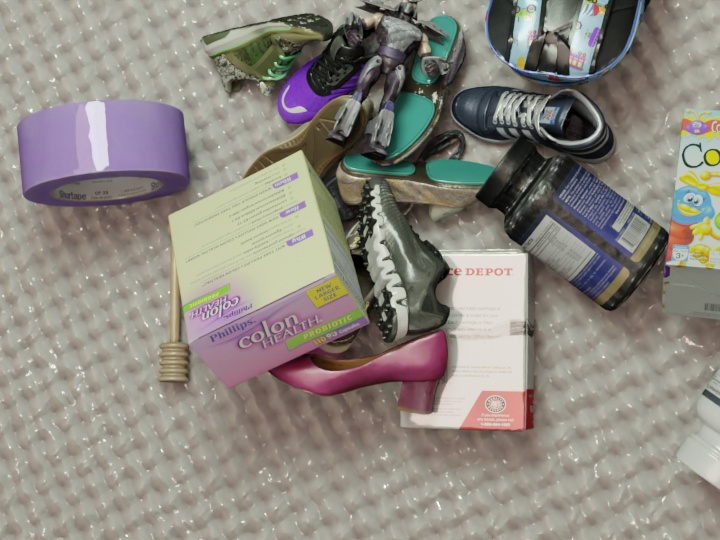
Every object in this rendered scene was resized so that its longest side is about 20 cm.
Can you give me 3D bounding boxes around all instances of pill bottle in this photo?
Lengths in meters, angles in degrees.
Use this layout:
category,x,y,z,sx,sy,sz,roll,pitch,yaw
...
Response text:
category,x,y,z,sx,sy,sz,roll,pitch,yaw
pill bottle,0.231,-0.056,1.464,0.200,0.112,0.112,38,94,3
pill bottle,0.430,0.142,1.408,0.119,0.120,0.201,35,94,15

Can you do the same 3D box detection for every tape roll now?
category,x,y,z,sx,sy,sz,roll,pitch,yaw
tape roll,-0.306,-0.137,1.582,0.199,0.200,0.086,-9,82,13

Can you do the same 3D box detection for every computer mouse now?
category,x,y,z,sx,sy,sz,roll,pitch,yaw
computer mouse,0.035,-0.114,1.582,0.199,0.034,0.059,-24,102,4

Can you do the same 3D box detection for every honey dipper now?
category,x,y,z,sx,sy,sz,roll,pitch,yaw
honey dipper,-0.227,0.037,1.631,0.038,0.038,0.201,-1,82,14

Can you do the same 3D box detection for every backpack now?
category,x,y,z,sx,sy,sz,roll,pitch,yaw
backpack,0.231,-0.290,1.474,0.181,0.135,0.201,10,74,13

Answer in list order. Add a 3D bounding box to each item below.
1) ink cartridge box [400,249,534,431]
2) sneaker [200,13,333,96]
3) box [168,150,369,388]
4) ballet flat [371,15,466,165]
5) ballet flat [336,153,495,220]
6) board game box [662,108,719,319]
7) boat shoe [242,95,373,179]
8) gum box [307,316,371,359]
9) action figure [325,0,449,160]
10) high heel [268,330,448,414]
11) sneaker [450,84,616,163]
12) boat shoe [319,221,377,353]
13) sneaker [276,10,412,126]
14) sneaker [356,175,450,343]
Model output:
category,x,y,z,sx,sy,sz,roll,pitch,yaw
ink cartridge box,0.124,0.080,1.510,0.146,0.083,0.201,0,85,15
sneaker,-0.104,-0.257,1.596,0.199,0.077,0.089,-2,106,43
box,-0.104,-0.003,1.457,0.175,0.097,0.201,-25,45,9
ballet flat,0.072,-0.200,1.553,0.072,0.072,0.201,23,77,15
ballet flat,0.070,-0.095,1.546,0.199,0.068,0.068,7,122,1
board game box,0.383,-0.060,1.408,0.104,0.103,0.201,5,59,15
boat shoe,-0.062,-0.140,1.591,0.200,0.065,0.072,-40,89,25
gum box,-0.101,0.034,1.581,0.200,0.066,0.114,41,94,14
action figure,0.030,-0.227,1.493,0.129,0.069,0.201,20,84,0
high heel,-0.004,0.092,1.459,0.199,0.067,0.097,10,105,1
sneaker,0.191,-0.177,1.505,0.199,0.108,0.071,17,89,15
boat shoe,0.000,0.000,1.517,0.072,0.060,0.201,24,57,4
sneaker,-0.024,-0.249,1.571,0.200,0.099,0.070,-33,76,9
sneaker,0.051,-0.014,1.465,0.090,0.067,0.201,-2,61,-18
